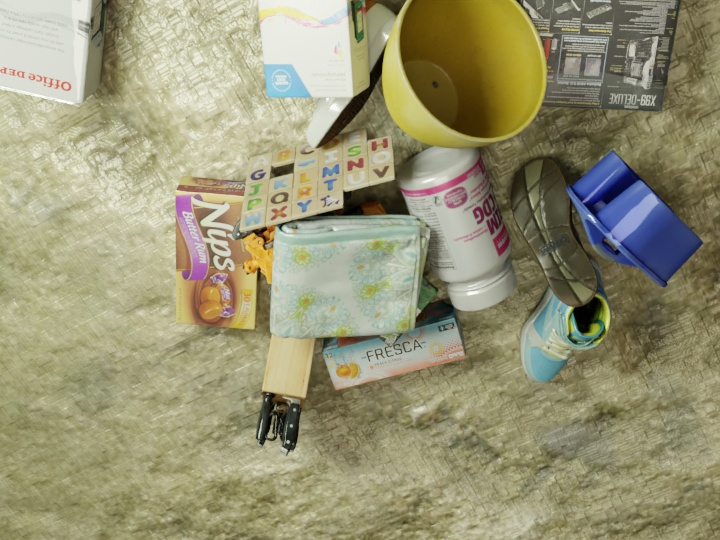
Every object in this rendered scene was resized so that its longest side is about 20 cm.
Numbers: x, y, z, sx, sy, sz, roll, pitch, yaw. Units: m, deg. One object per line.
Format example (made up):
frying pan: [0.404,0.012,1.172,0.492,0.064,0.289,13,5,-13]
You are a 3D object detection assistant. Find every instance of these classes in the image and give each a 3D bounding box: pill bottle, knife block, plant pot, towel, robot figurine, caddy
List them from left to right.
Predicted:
knife block: [-0.101,0.146,1.373,0.063,0.176,0.203,10,116,-4]
robot figurine: [-0.069,-0.055,1.296,0.198,0.058,0.146,-31,107,1]
towel: [-0.015,0.012,1.266,0.196,0.048,0.173,-1,124,-11]
plant pot: [0.102,-0.229,1.188,0.199,0.202,0.142,35,157,-14]
pill bottle: [0.132,-0.056,1.301,0.112,0.114,0.202,-19,114,11]
caddy: [0.342,-0.057,1.262,0.105,0.142,0.199,-45,133,16]

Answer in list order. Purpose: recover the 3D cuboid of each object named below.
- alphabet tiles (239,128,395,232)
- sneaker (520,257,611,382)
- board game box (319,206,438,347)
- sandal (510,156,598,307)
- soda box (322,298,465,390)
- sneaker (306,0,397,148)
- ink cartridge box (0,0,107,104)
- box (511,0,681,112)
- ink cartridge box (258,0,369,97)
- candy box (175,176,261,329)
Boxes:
alphabet tiles: [-0.053,-0.120,1.249,0.197,0.168,0.008,-13,126,9]
sneaker: [0.278,0.091,1.356,0.078,0.131,0.203,13,116,-6]
board game box: [0.000,0.000,1.349,0.199,0.023,0.105,41,92,-3]
sandal: [0.257,-0.049,1.305,0.081,0.055,0.203,-26,81,12]
soda box: [0.047,0.105,1.410,0.197,0.064,0.069,-15,114,8]
sneaker: [-0.024,-0.251,1.250,0.084,0.073,0.201,39,114,10]
ink cartridge box: [-0.389,-0.324,1.210,0.144,0.086,0.203,12,117,-3]
box: [0.284,-0.283,1.221,0.196,0.050,0.160,2,116,2]
ink cartridge box: [-0.057,-0.309,1.159,0.114,0.067,0.203,3,111,20]
candy box: [-0.194,-0.023,1.363,0.115,0.057,0.203,5,117,-1]
